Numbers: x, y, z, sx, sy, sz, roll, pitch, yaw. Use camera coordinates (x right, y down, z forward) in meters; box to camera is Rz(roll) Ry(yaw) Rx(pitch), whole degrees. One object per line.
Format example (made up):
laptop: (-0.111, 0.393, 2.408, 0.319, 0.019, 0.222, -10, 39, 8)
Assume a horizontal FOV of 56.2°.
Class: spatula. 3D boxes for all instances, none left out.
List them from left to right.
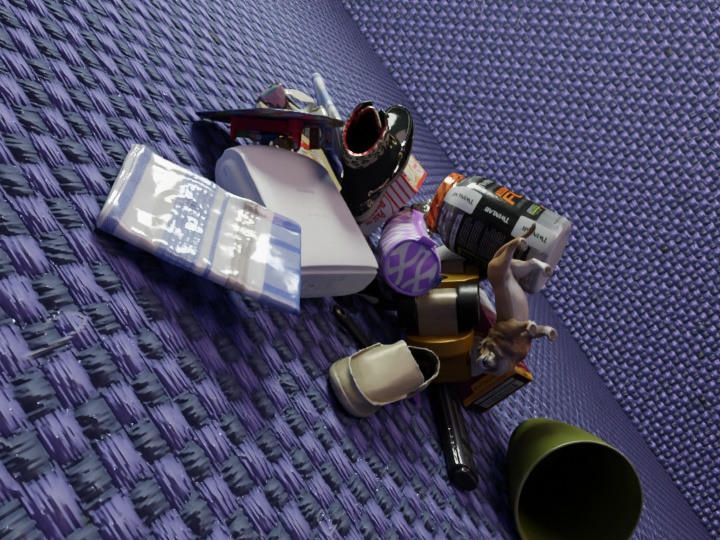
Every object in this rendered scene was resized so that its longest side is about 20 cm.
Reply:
spatula: (0.027, 0.110, 0.901, 0.200, 0.020, 0.057, 43, 29, -29)

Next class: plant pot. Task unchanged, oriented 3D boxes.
plant pot: (0.296, 0.309, 1.030, 0.188, 0.186, 0.200, 50, 3, -10)

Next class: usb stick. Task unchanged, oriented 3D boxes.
usb stick: (0.130, 0.219, 0.956, 0.056, 0.032, 0.202, 52, 16, -30)

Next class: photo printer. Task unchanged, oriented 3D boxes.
photo printer: (-0.081, -0.066, 0.820, 0.164, 0.069, 0.203, 1, 54, -49)

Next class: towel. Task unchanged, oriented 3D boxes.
towel: (-0.142, -0.042, 0.643, 0.197, 0.024, 0.148, 27, 29, -19)
towel: (-0.042, -0.260, 1.271, 0.148, 0.023, 0.202, 75, -8, -53)

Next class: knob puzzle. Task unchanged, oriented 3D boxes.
knob puzzle: (-0.086, -0.150, 1.068, 0.220, 0.030, 0.221, 48, 18, -21)

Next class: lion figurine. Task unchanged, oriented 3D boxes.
lion figurine: (0.208, 0.044, 0.940, 0.071, 0.122, 0.206, 8, 79, -26)

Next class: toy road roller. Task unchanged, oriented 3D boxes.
toy road roller: (0.120, 0.077, 1.009, 0.200, 0.119, 0.150, -62, 148, -70)

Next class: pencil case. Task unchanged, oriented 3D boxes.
pencil case: (0.068, -0.031, 0.966, 0.082, 0.087, 0.200, 22, 14, -8)

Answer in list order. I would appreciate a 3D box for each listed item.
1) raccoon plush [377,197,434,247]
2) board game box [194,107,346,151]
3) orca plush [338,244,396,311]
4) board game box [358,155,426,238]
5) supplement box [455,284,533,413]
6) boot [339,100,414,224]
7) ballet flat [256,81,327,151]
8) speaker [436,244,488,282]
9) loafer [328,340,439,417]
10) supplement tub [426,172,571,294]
raccoon plush: (0.123, -0.044, 1.241, 0.199, 0.133, 0.098, 37, 22, -42)
board game box: (-0.116, -0.176, 0.871, 0.156, 0.196, 0.040, -4, 98, -55)
orca plush: (0.000, 0.000, 0.950, 0.199, 0.071, 0.106, 41, 22, -37)
board game box: (0.033, -0.113, 1.109, 0.046, 0.151, 0.200, 48, 19, -6)
supplement box: (0.195, 0.125, 1.162, 0.085, 0.110, 0.203, 28, 31, -52)
boot: (0.027, -0.180, 0.920, 0.072, 0.206, 0.155, 24, -25, 10)
ballet flat: (-0.100, -0.267, 1.177, 0.199, 0.071, 0.070, 26, 31, -57)
speaker: (0.152, -0.005, 1.131, 0.081, 0.196, 0.083, -20, 89, -82)
loafer: (0.033, 0.120, 0.805, 0.077, 0.068, 0.199, 59, 25, 16)
supplement tub: (0.206, -0.062, 1.024, 0.197, 0.125, 0.122, 30, 10, 21)
